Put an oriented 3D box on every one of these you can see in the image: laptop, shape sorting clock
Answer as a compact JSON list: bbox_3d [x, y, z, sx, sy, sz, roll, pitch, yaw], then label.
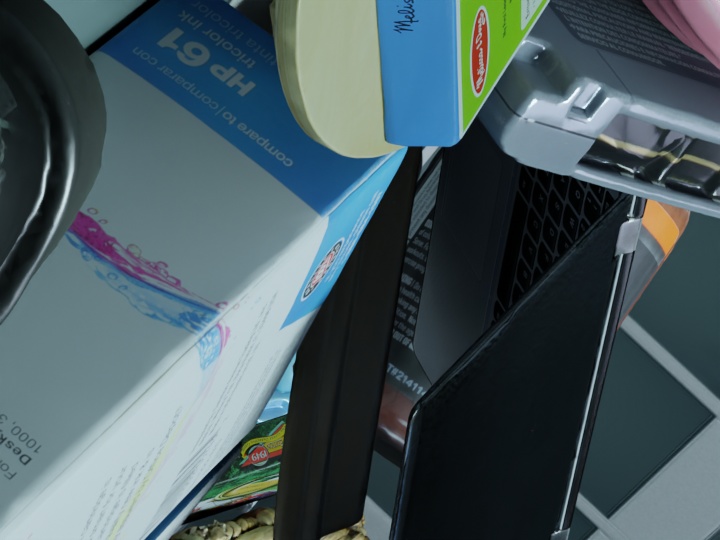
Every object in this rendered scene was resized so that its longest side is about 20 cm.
[{"bbox_3d":[0.021,0.034,0.865,0.115,0.200,0.188,-10,135,-20],"label":"laptop"},{"bbox_3d":[0.035,-0.121,0.643,0.200,0.039,0.201,-55,160,-31],"label":"shape sorting clock"}]

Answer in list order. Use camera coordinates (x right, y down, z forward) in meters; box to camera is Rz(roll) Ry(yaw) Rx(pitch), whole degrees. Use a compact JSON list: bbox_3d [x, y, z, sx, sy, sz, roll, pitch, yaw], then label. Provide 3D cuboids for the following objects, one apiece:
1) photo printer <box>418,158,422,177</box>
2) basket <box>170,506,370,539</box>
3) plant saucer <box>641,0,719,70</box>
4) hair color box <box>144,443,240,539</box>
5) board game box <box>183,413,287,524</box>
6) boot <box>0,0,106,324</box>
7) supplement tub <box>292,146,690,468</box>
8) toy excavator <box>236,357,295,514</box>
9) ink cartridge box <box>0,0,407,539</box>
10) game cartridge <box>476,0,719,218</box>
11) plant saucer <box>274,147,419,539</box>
[{"bbox_3d":[-0.057,0.009,1.111,0.166,0.069,0.200,-46,177,-33],"label":"photo printer"},{"bbox_3d":[-0.076,0.196,1.164,0.199,0.150,0.142,-22,172,34],"label":"basket"},{"bbox_3d":[0.131,-0.145,0.824,0.051,0.201,0.201,-11,-155,44],"label":"plant saucer"},{"bbox_3d":[-0.124,0.113,0.883,0.100,0.060,0.200,-46,176,-40],"label":"hair color box"},{"bbox_3d":[-0.108,0.102,1.067,0.199,0.024,0.105,-18,167,-2],"label":"board game box"},{"bbox_3d":[-0.125,0.044,0.398,0.212,0.079,0.158,-60,-179,18],"label":"boot"},{"bbox_3d":[0.066,-0.007,1.068,0.200,0.107,0.107,-54,178,-7],"label":"supplement tub"},{"bbox_3d":[-0.025,-0.006,1.283,0.194,0.100,0.201,-46,169,-52],"label":"toy excavator"},{"bbox_3d":[-0.091,0.034,0.683,0.200,0.084,0.145,-47,171,-44],"label":"ink cartridge box"},{"bbox_3d":[0.081,-0.075,0.831,0.199,0.134,0.040,13,129,-46],"label":"game cartridge"},{"bbox_3d":[0.000,0.000,0.882,0.200,0.029,0.202,9,90,-88],"label":"plant saucer"}]
